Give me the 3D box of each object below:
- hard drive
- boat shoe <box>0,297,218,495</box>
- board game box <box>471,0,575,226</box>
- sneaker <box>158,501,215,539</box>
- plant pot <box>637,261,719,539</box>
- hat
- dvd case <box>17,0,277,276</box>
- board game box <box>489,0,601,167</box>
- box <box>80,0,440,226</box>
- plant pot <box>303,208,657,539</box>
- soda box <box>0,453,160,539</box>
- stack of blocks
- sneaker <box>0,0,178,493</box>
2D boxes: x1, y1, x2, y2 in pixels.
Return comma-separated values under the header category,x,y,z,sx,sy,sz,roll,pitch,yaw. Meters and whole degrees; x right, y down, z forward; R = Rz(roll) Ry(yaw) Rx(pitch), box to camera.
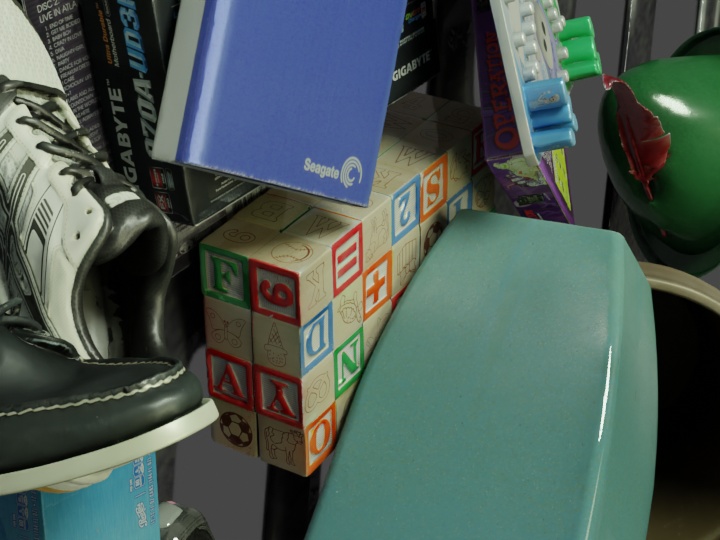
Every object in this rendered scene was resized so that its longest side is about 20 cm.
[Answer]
category,x,y,z,sx,sy,sz,roll,pitch,yaw
hard drive,-0.021,-0.136,0.680,0.131,0.025,0.202,10,91,-55
boat shoe,-0.138,0.037,0.527,0.074,0.198,0.067,-20,100,-55
board game box,0.086,-0.131,0.869,0.120,0.032,0.202,54,31,-65
sneaker,-0.061,0.201,0.755,0.079,0.094,0.202,-46,135,-53
plant pot,0.161,0.075,0.975,0.174,0.198,0.202,-62,152,-72
hat,0.161,-0.094,1.023,0.174,0.201,0.167,6,49,-25
dvd case,-0.093,-0.097,0.708,0.148,0.016,0.202,-37,129,-45
board game box,0.088,-0.175,0.810,0.200,0.026,0.202,-55,133,-68
box,-0.040,-0.133,0.717,0.200,0.046,0.160,-37,128,-43
plant pot,0.077,0.081,0.806,0.141,0.140,0.202,43,58,-63
soda box,-0.128,0.146,0.677,0.068,0.064,0.202,-22,116,-51
stack of blocks,0.000,0.000,0.819,0.200,0.058,0.116,-41,139,-47
sneaker,-0.108,-0.023,0.595,0.075,0.087,0.202,-3,74,-57
